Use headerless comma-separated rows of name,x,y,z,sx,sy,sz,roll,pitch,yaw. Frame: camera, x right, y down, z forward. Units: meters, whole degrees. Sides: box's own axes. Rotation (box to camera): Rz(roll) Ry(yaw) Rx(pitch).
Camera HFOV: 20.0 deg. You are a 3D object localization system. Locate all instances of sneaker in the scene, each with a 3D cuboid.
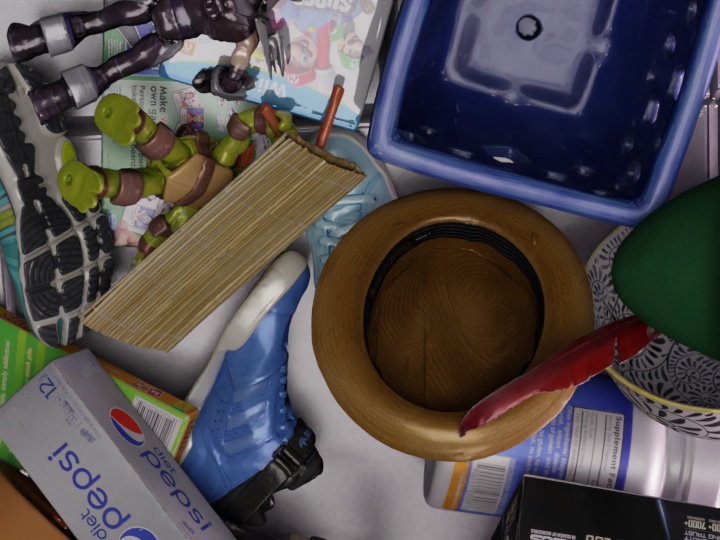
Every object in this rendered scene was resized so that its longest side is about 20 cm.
sneaker,-0.229,-0.046,1.417,0.077,0.079,0.201,-18,97,-40
sneaker,0.000,0.000,1.423,0.073,0.082,0.201,-12,102,1
sneaker,-0.060,0.090,1.442,0.111,0.077,0.200,31,104,-1

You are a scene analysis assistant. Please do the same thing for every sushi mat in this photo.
sushi mat,-0.093,-0.016,1.382,0.200,0.096,0.012,-40,59,16

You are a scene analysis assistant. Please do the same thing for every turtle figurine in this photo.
turtle figurine,-0.114,-0.073,1.361,0.200,0.161,0.065,-45,56,22

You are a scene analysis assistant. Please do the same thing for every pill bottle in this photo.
pill bottle,0.149,0.126,1.437,0.199,0.112,0.113,8,102,-3

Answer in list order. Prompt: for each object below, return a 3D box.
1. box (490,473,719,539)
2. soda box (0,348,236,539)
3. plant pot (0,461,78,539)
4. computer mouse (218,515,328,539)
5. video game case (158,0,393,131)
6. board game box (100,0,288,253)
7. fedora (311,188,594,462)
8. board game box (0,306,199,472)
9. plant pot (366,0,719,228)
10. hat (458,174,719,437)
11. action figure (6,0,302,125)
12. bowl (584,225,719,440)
box,0.167,0.230,1.413,0.163,0.200,0.087,11,60,-3
soda box,-0.160,0.153,1.384,0.068,0.063,0.200,-41,84,17
plant pot,-0.249,0.228,1.420,0.200,0.200,0.140,41,86,-9
computer mouse,-0.066,0.208,1.431,0.199,0.141,0.046,22,70,2
video game case,-0.044,-0.209,1.381,0.142,0.018,0.201,15,102,-4
board game box,-0.113,-0.114,1.424,0.134,0.029,0.201,2,102,-2
fedora,0.061,0.044,1.360,0.199,0.082,0.202,-1,61,1
board game box,-0.218,0.098,1.442,0.199,0.030,0.096,25,106,11
plant pot,0.120,-0.157,1.341,0.199,0.180,0.201,15,102,-4
hat,0.171,-0.006,1.276,0.175,0.200,0.166,7,122,27
action figure,-0.131,-0.165,1.350,0.199,0.069,0.131,-18,92,4
bowl,0.247,0.049,1.380,0.199,0.201,0.094,-9,135,1
